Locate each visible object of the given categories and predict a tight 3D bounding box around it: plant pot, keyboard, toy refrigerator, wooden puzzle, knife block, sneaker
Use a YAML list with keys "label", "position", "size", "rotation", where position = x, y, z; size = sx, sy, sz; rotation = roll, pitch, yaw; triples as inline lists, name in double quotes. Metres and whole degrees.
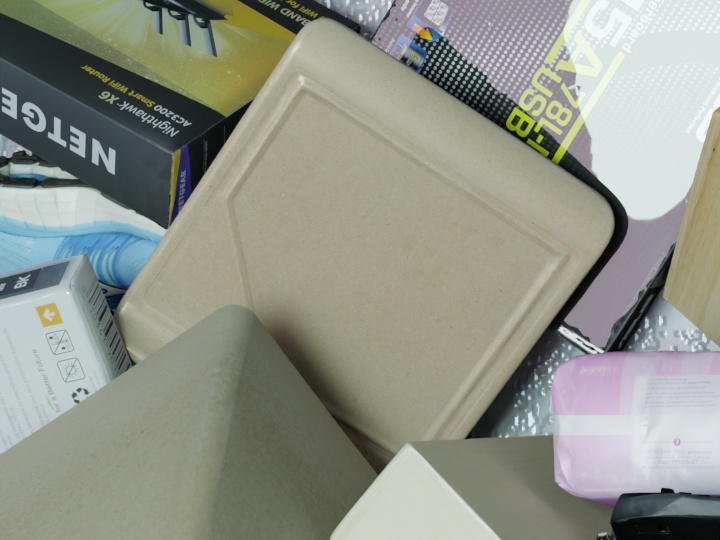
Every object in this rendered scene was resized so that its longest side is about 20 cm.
- label: "plant pot"
  position: [-0.086, 0.174, 1.369]
  size: [0.199, 0.177, 0.200]
  rotation: [-33, 107, 16]
- label: "keyboard"
  position: [0.156, 0.135, 1.370]
  size: [0.103, 0.200, 0.040]
  rotation: [0, 63, 14]
- label: "toy refrigerator"
  position: [0.069, 0.131, 1.409]
  size: [0.076, 0.200, 0.070]
  rotation: [45, 108, 20]
- label: "wooden puzzle"
  position: [0.000, 0.000, 1.453]
  size: [0.184, 0.037, 0.200]
  rotation: [32, 106, -8]
- label: "knife block"
  position: [0.195, -0.049, 1.363]
  size: [0.064, 0.175, 0.200]
  rotation: [43, 107, 23]
- label: "sneaker"
  position: [-0.121, -0.007, 1.543]
  size: [0.199, 0.078, 0.091]
  rotation: [10, 114, 28]

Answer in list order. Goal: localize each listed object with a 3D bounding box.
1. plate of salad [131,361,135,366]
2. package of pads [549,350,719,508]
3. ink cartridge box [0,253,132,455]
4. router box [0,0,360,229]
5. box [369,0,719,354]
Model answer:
- label: "plate of salad"
  position: [-0.060, 0.024, 1.564]
  size: [0.199, 0.048, 0.201]
  rotation: [-1, 87, 29]
- label: "package of pads"
  position: [0.200, 0.079, 1.386]
  size: [0.199, 0.120, 0.076]
  rotation: [-2, 82, 28]
- label: "ink cartridge box"
  position: [-0.195, 0.105, 1.482]
  size: [0.199, 0.043, 0.199]
  rotation: [-13, 113, 17]
- label: "router box"
  position: [-0.125, -0.118, 1.542]
  size: [0.199, 0.157, 0.052]
  rotation: [29, 135, 25]
- label: "box"
  position: [0.101, -0.089, 1.472]
  size: [0.193, 0.047, 0.201]
  rotation: [37, 104, 16]
